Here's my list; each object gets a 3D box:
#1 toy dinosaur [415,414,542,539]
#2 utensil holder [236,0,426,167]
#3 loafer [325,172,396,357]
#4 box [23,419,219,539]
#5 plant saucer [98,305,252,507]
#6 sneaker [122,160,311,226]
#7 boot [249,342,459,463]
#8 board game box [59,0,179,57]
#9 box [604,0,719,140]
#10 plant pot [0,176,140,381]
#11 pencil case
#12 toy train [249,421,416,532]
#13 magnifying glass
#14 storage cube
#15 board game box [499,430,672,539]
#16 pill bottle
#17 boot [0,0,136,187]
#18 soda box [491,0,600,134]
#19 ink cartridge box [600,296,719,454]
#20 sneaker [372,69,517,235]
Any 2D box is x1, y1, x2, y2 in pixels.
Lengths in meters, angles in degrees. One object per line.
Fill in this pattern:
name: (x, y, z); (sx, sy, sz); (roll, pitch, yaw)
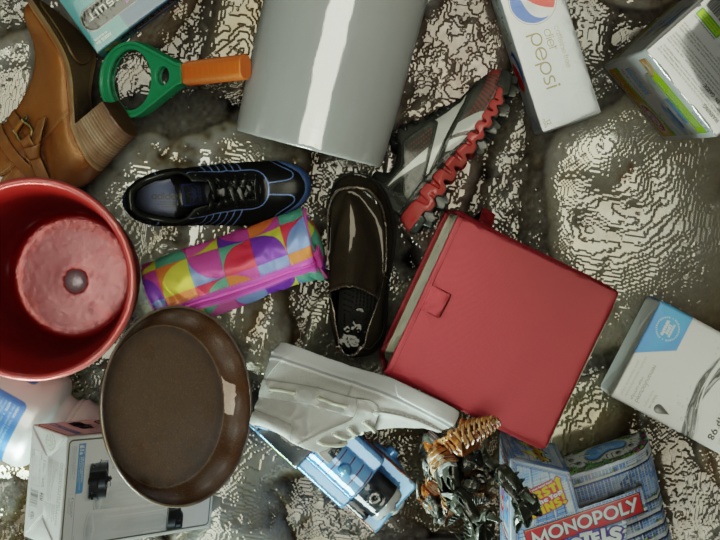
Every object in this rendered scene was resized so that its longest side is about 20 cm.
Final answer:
toy dinosaur: (0.101, 0.207, 1.321); (0.102, 0.200, 0.136); (-33, 65, -9)
utensil holder: (-0.029, -0.221, 1.358); (0.168, 0.170, 0.202); (14, 96, -1)
loafer: (0.000, 0.000, 1.383); (0.072, 0.071, 0.202); (-2, 105, 9)
box: (-0.240, 0.212, 1.365); (0.060, 0.199, 0.118); (8, 92, 41)
plant saucer: (-0.191, 0.137, 1.346); (0.034, 0.199, 0.202); (-7, 94, 40)
sneaker: (-0.151, -0.078, 1.405); (0.198, 0.078, 0.071); (-8, 93, 0)
boot: (-0.009, 0.146, 1.304); (0.198, 0.074, 0.096); (17, 79, 18)
board game box: (-0.273, -0.353, 1.405); (0.151, 0.047, 0.201); (-36, 93, 1)
box: (0.335, -0.206, 1.345); (0.101, 0.200, 0.113); (-41, 95, 2)
plant pot: (-0.309, 0.008, 1.353); (0.198, 0.177, 0.202); (0, 90, 2)
pencil case: (-0.134, 0.004, 1.407); (0.199, 0.088, 0.089); (-22, 93, 1)
toy train: (-0.030, 0.190, 1.401); (0.200, 0.114, 0.087); (43, 92, -2)
magnifying glass: (-0.194, -0.201, 1.373); (0.199, 0.022, 0.080); (0, 92, 37)
storage cube: (0.136, 0.053, 1.369); (0.179, 0.171, 0.201); (26, 92, -2)
board game box: (0.224, 0.253, 1.407); (0.198, 0.062, 0.201); (-18, 112, 0)
pill bottle: (-0.372, 0.136, 1.395); (0.199, 0.112, 0.113); (29, 92, -2)
boot: (-0.342, -0.173, 1.404); (0.154, 0.074, 0.201); (-34, 77, 16)
soda box: (0.188, -0.249, 1.409); (0.068, 0.064, 0.202); (-18, 94, 0)
ink cartridge box: (0.374, 0.125, 1.428); (0.199, 0.067, 0.117); (27, 91, -2)
sneaker: (0.085, -0.141, 1.408); (0.098, 0.071, 0.201); (36, 88, 5)
